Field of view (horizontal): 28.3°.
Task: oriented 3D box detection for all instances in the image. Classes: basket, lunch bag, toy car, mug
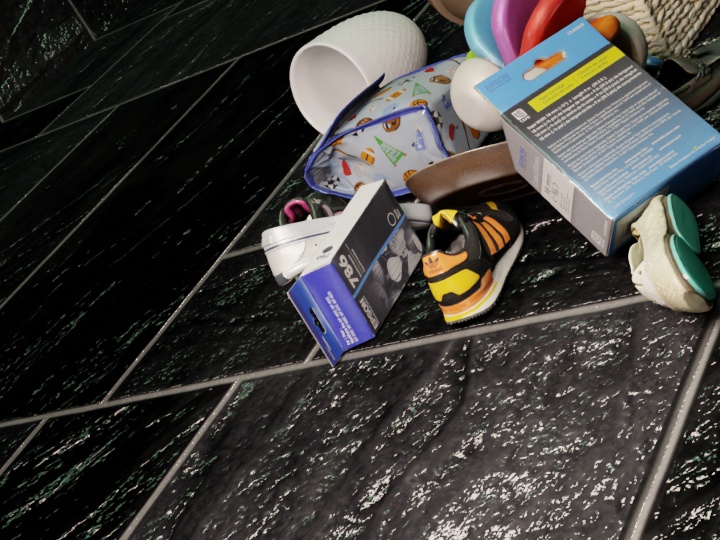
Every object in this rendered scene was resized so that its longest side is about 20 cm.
[{"bbox_3d":[0.298,-0.333,1.700,0.199,0.162,0.198,-8,32,44],"label":"basket"},{"bbox_3d":[0.041,-0.169,1.739,0.199,0.125,0.170,-15,21,33],"label":"lunch bag"},{"bbox_3d":[0.187,-0.235,1.483,0.199,0.151,0.175,17,49,42],"label":"toy car"},{"bbox_3d":[0.000,-0.271,2.021,0.175,0.148,0.200,-41,-8,-40],"label":"mug"}]

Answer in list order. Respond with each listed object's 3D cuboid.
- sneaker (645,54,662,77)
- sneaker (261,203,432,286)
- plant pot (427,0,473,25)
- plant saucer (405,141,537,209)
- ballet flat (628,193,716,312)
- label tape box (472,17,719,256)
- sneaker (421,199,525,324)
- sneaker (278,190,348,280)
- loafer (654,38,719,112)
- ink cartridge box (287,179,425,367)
[{"bbox_3d":[0.254,-0.181,1.561,0.200,0.077,0.085,-40,27,-16],"label":"sneaker"},{"bbox_3d":[-0.011,-0.028,1.594,0.198,0.071,0.073,-13,-3,-12],"label":"sneaker"},{"bbox_3d":[0.198,-0.416,2.007,0.199,0.201,0.175,-32,39,0],"label":"plant pot"},{"bbox_3d":[0.146,-0.097,1.473,0.198,0.032,0.200,-13,-7,-2],"label":"plant saucer"},{"bbox_3d":[0.260,-0.003,1.210,0.062,0.067,0.200,-41,10,22],"label":"ballet flat"},{"bbox_3d":[0.222,-0.130,1.352,0.144,0.064,0.200,-33,60,-17],"label":"label tape box"},{"bbox_3d":[0.108,-0.035,1.422,0.070,0.090,0.201,-20,25,27],"label":"sneaker"},{"bbox_3d":[-0.056,-0.058,1.694,0.080,0.087,0.200,-27,23,11],"label":"sneaker"},{"bbox_3d":[0.331,-0.193,1.492,0.072,0.063,0.200,-1,37,52],"label":"loafer"},{"bbox_3d":[0.000,0.000,1.484,0.039,0.100,0.200,-13,29,35],"label":"ink cartridge box"}]
